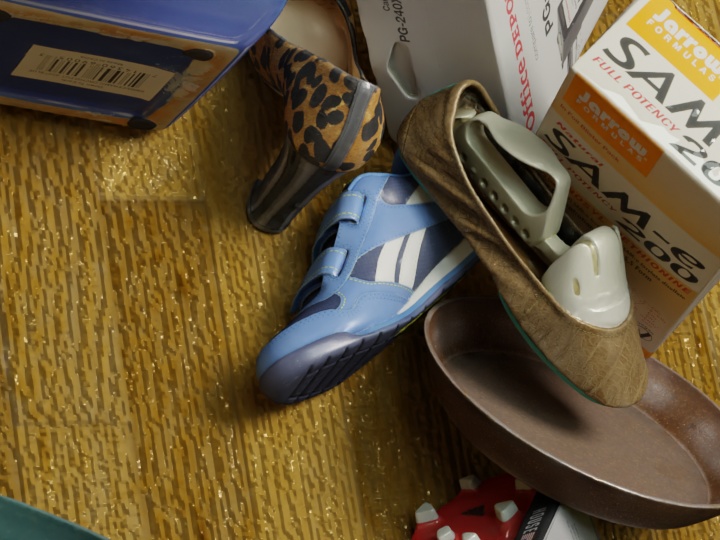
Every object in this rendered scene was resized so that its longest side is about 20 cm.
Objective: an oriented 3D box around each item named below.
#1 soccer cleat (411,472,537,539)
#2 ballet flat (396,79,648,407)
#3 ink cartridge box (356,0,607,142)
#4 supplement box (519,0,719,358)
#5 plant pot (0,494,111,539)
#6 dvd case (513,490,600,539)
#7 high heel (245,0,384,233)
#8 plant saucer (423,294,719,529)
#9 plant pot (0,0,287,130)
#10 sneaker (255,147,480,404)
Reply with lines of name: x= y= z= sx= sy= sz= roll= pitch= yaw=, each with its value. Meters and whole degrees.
soccer cleat: x=0.052 y=0.185 z=1.233 sx=0.200 sy=0.068 sz=0.086 roll=-55 pitch=130 yaw=-45
ballet flat: x=0.097 y=-0.021 z=1.252 sx=0.068 sy=0.072 sz=0.201 roll=-23 pitch=72 yaw=-41
ink cartridge box: x=0.082 y=-0.179 z=1.342 sx=0.083 sy=0.146 sz=0.201 roll=12 pitch=55 yaw=23
supplement box: x=0.156 y=-0.047 z=1.274 sx=0.126 sy=0.200 sz=0.074 roll=42 pitch=68 yaw=9
plant pot: x=-0.208 y=0.167 z=1.052 sx=0.199 sy=0.200 sz=0.135 roll=19 pitch=88 yaw=-17
dvd case: x=0.106 y=0.204 z=1.176 sx=0.200 sy=0.025 sz=0.151 roll=-49 pitch=121 yaw=-69
high heel: x=-0.015 y=-0.134 z=1.285 sx=0.071 sy=0.143 sz=0.201 roll=13 pitch=64 yaw=-19
plant saucer: x=0.119 y=0.080 z=1.270 sx=0.199 sy=0.035 sz=0.201 roll=22 pitch=22 yaw=-9
plant pot: x=-0.140 y=-0.185 z=1.222 sx=0.199 sy=0.200 sz=0.181 roll=9 pitch=72 yaw=-21
sneaker: x=0.000 y=0.000 z=1.281 sx=0.082 sy=0.074 sz=0.200 roll=48 pitch=49 yaw=1
